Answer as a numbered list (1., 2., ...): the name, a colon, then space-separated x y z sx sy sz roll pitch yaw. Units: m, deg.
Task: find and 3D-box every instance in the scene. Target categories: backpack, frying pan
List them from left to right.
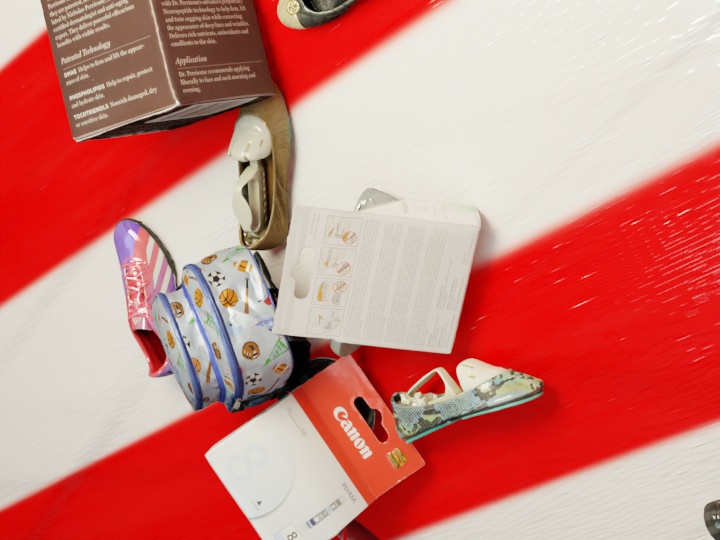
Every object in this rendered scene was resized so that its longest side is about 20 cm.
1. backpack: -0.149 0.063 1.539 0.201 0.153 0.191 61 157 8
2. frying pan: -0.042 0.180 1.634 0.115 0.031 0.191 41 129 15

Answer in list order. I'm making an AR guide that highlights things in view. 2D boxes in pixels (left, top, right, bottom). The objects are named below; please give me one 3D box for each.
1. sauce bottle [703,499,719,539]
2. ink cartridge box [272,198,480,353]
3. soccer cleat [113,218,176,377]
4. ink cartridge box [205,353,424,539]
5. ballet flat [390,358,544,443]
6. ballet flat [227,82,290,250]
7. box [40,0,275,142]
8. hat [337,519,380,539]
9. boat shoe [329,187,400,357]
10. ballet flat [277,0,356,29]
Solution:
1. sauce bottle: 0.426 0.219 1.325 0.199 0.065 0.065 -31 92 37
2. ink cartridge box: 0.015 0.002 1.449 0.198 0.050 0.162 7 119 -8
3. soccer cleat: -0.263 0.034 1.692 0.068 0.073 0.201 -13 102 36
4. ink cartridge box: -0.051 0.216 1.554 0.199 0.047 0.161 -35 91 5
5. ballet flat: 0.108 0.134 1.497 0.199 0.074 0.075 -25 95 36
6. ballet flat: -0.118 -0.112 1.537 0.067 0.072 0.202 15 117 28
7. box: -0.220 -0.257 1.467 0.163 0.165 0.202 -12 92 37
8. hat: -0.035 0.282 1.675 0.166 0.175 0.202 130 127 -79
9. boat shoe: 0.000 0.000 1.517 0.071 0.070 0.202 37 122 28
10. ballet flat: -0.017 -0.303 1.400 0.199 0.057 0.067 -24 95 38
